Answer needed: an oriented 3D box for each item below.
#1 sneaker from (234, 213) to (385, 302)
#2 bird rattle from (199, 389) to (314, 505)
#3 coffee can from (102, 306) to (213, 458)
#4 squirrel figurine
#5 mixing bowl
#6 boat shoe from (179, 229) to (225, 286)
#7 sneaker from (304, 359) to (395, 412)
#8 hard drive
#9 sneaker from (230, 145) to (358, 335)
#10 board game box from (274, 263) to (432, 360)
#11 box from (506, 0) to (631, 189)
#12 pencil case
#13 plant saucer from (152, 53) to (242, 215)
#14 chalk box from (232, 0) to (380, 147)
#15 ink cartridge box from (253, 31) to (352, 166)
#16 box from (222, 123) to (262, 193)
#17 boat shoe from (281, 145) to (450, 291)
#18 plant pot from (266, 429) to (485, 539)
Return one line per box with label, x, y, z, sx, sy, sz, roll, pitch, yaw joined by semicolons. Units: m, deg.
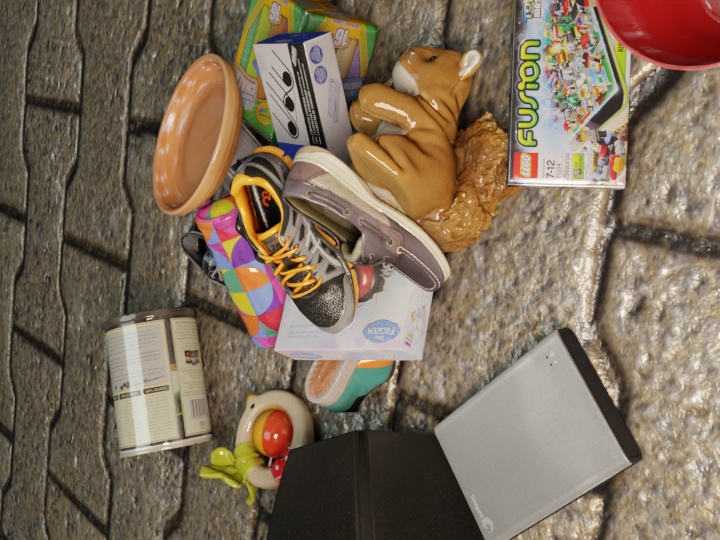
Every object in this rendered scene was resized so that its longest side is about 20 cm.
sneaker;-0.063;-0.023;0.907;0.199;0.097;0.072;32;104;34
bird rattle;-0.118;0.243;1.117;0.197;0.111;0.168;-5;72;44
coffee can;-0.310;0.171;1.283;0.145;0.144;0.206;-18;78;45
squirrel figurine;0.080;-0.131;0.861;0.197;0.189;0.142;30;157;1
mixing bowl;0.289;-0.252;0.647;0.197;0.107;0.206;2;92;46
boat shoe;-0.196;-0.010;1.210;0.199;0.067;0.073;35;116;41
sneaker;0.016;0.080;0.990;0.202;0.079;0.071;-55;41;8
hard drive;0.170;0.173;0.844;0.200;0.032;0.142;-47;59;38
sneaker;-0.071;-0.022;0.832;0.077;0.077;0.203;-28;96;24
board game box;0.000;0.000;0.955;0.197;0.043;0.204;-5;65;42
box;0.191;-0.178;0.767;0.107;0.035;0.206;1;93;7
pencil case;-0.133;0.000;1.037;0.087;0.088;0.204;12;131;46
plant saucer;-0.200;-0.165;1.039;0.198;0.037;0.205;-25;58;47
chalk box;-0.082;-0.231;1.039;0.124;0.122;0.204;38;118;40
ink cartridge box;-0.053;-0.157;0.929;0.093;0.044;0.204;15;126;47
box;-0.162;-0.142;1.131;0.200;0.060;0.118;48;168;36
boat shoe;0.004;-0.036;0.818;0.071;0.199;0.066;-12;42;58
plant pot;0.014;0.278;0.916;0.198;0.197;0.182;-25;60;44
